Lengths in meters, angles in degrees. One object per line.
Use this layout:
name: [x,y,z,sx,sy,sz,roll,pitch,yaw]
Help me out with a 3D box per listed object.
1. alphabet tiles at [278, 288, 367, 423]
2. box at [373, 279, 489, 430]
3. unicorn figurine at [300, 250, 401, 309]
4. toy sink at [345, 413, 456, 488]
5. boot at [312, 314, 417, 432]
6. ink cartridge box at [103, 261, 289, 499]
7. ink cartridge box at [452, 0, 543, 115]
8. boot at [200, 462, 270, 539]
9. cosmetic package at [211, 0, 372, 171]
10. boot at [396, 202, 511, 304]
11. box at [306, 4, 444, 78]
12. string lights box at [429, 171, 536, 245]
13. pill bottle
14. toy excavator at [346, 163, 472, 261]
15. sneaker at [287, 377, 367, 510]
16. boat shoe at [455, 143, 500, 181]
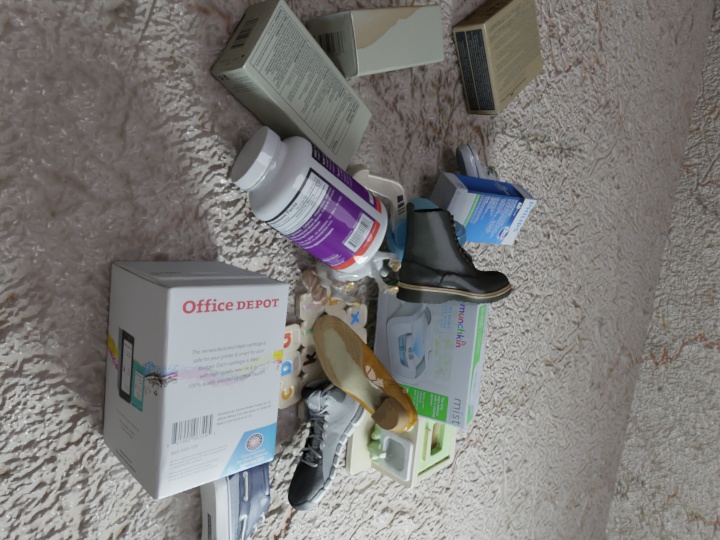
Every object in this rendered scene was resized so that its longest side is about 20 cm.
alphabet tiles: [-0.059,0.127,0.820,0.192,0.014,0.207,-14,109,-46]
box: [0.117,0.133,0.886,0.096,0.172,0.207,-12,110,-62]
unicorn figurine: [0.000,0.000,0.789,0.195,0.137,0.076,2,109,-33]
toy sink: [0.082,0.293,0.943,0.197,0.110,0.135,-3,101,-47]
boot: [0.010,0.162,0.812,0.070,0.203,0.144,-40,162,4]
ink cartridge box: [-0.182,0.101,0.581,0.144,0.144,0.207,-1,100,-46]
ink cartridge box: [0.266,-0.418,1.004,0.200,0.074,0.168,-45,130,-32]
boot: [-0.164,0.352,0.713,0.088,0.072,0.207,-4,102,-41]
cosmetic package: [-0.079,-0.224,0.672,0.200,0.070,0.107,42,68,-44]
boot: [0.150,-0.026,0.794,0.194,0.077,0.143,-2,100,-28]
box: [0.027,-0.325,0.750,0.198,0.093,0.080,-29,119,-42]
string lights box: [0.217,-0.109,0.968,0.195,0.059,0.105,2,126,-31]
pill bottle: [-0.064,-0.090,0.676,0.198,0.111,0.115,34,74,-32]
toy excavator: [0.075,-0.081,0.841,0.188,0.100,0.206,-14,115,-10]
sneaker: [-0.069,0.233,0.780,0.117,0.073,0.202,58,48,-32]
boat shoe: [0.236,-0.173,1.021,0.065,0.075,0.201,-24,140,6]
